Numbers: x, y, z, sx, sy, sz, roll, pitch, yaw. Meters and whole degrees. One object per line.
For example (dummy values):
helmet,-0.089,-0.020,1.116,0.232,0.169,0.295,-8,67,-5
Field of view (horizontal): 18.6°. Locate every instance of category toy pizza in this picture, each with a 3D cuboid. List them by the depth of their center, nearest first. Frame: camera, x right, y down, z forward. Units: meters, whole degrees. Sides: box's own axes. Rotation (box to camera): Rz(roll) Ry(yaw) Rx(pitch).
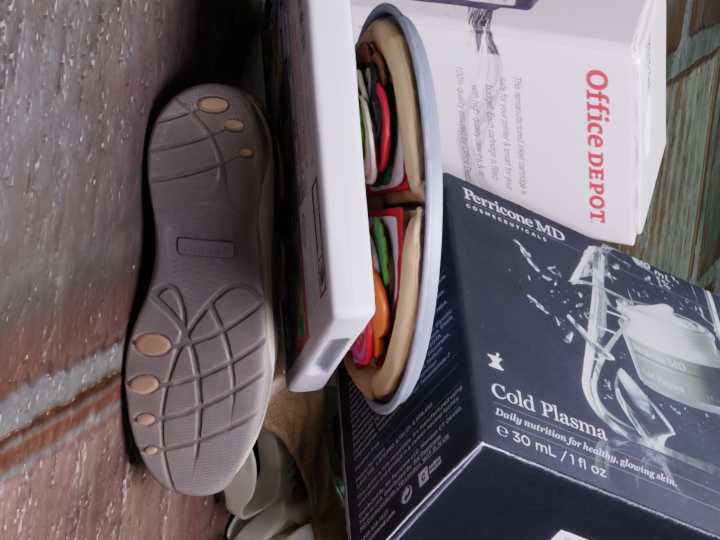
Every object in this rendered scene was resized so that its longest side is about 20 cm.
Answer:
toy pizza,0.002,-0.030,1.072,0.200,0.032,0.201,180,-90,-78

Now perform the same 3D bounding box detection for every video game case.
video game case,-0.022,-0.056,1.042,0.182,0.023,0.201,122,-36,-74

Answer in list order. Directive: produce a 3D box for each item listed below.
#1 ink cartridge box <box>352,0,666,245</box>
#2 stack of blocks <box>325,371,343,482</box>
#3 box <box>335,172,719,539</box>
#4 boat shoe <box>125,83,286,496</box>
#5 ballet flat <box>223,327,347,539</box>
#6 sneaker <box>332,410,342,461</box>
ink cartridge box,0.064,-0.105,1.198,0.145,0.199,0.084,82,24,-47
stack of blocks,-0.001,0.162,1.382,0.115,0.058,0.201,-34,132,-67
box,0.100,0.085,1.147,0.124,0.200,0.197,-51,-151,32
boat shoe,-0.064,0.009,1.060,0.073,0.074,0.201,-25,125,-70
ballet flat,-0.045,0.118,1.218,0.072,0.068,0.200,-46,148,-29
sneaker,0.020,0.112,1.281,0.085,0.078,0.201,-9,104,-26
